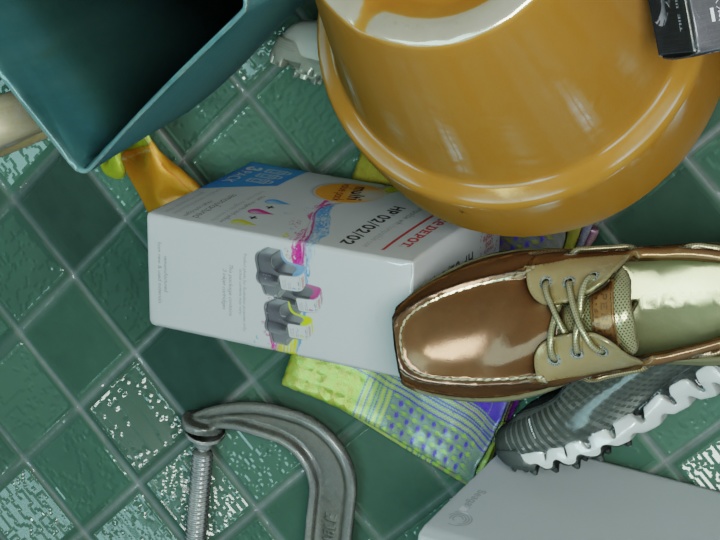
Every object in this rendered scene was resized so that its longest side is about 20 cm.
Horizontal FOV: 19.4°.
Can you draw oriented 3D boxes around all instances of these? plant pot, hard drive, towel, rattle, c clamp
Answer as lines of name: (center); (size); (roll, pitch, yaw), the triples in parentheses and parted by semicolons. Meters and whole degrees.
plant pot: (0.059, -0.134, 0.978); (0.200, 0.183, 0.200); (-4, 76, 18)
hard drive: (0.148, 0.147, 1.119); (0.200, 0.132, 0.026); (13, 115, 24)
towel: (0.040, 0.015, 1.196); (0.144, 0.023, 0.200); (30, 119, 16)
rattle: (-0.185, -0.045, 1.191); (0.130, 0.200, 0.143); (-2, 107, 29)
plant pot: (-0.094, -0.169, 1.097); (0.141, 0.200, 0.141); (-41, 87, 33)
c clamp: (-0.082, 0.163, 1.314); (0.171, 0.027, 0.200); (23, 117, 20)

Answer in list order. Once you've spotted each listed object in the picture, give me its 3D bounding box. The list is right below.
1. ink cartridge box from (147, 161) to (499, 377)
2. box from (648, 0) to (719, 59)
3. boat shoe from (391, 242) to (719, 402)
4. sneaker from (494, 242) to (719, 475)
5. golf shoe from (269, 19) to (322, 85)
ink cartridge box: (0.000, 0.000, 1.131); (0.200, 0.115, 0.068); (11, 112, 24)
box: (0.189, -0.204, 0.903); (0.158, 0.048, 0.200); (-14, 97, -11)
boat shoe: (0.115, 0.018, 1.024); (0.200, 0.074, 0.076); (-10, 85, -4)
sneaker: (0.147, 0.040, 1.124); (0.200, 0.066, 0.091); (-28, 90, 29)
golf shoe: (0.048, -0.135, 1.121); (0.200, 0.078, 0.097); (5, 92, 22)
